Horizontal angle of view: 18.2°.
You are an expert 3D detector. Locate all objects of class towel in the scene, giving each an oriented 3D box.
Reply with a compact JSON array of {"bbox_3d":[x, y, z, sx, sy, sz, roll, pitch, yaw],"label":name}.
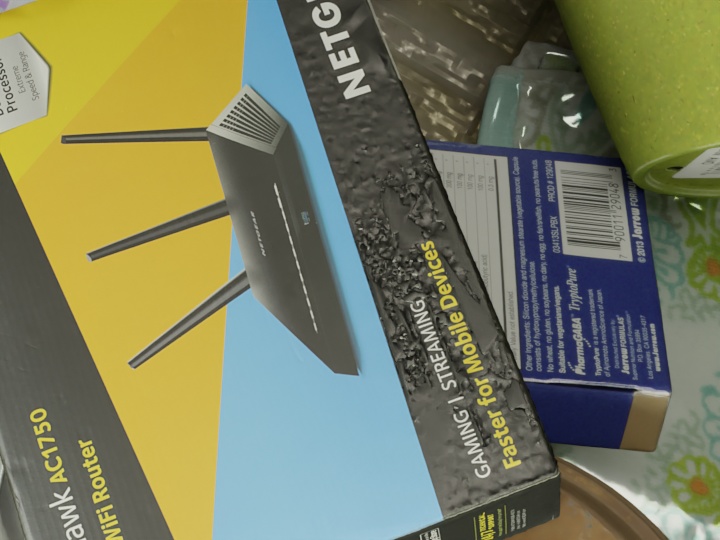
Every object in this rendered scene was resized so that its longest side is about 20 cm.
[{"bbox_3d":[0.113,0.025,0.829,0.170,0.048,0.202,14,71,-2],"label":"towel"}]

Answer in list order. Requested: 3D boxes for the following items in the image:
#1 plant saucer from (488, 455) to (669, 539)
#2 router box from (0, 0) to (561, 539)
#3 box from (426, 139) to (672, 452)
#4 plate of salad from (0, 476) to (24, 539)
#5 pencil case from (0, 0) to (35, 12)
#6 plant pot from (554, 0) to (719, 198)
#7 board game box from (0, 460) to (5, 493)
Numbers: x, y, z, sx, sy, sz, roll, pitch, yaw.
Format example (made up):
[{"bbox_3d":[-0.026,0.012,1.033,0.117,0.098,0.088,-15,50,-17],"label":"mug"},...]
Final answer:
[{"bbox_3d":[0.015,0.138,0.650,0.198,0.030,0.202,-2,67,5],"label":"plant saucer"},{"bbox_3d":[-0.043,0.004,0.670,0.148,0.051,0.201,-20,67,-4],"label":"router box"},{"bbox_3d":[0.000,0.000,0.756,0.198,0.033,0.122,7,41,-5],"label":"box"},{"bbox_3d":[-0.054,0.068,0.777,0.198,0.048,0.202,-9,55,13],"label":"plate of salad"},{"bbox_3d":[-0.124,-0.091,0.815,0.090,0.083,0.202,27,68,-23],"label":"pencil case"},{"bbox_3d":[0.131,-0.133,0.779,0.185,0.187,0.202,-1,80,-8],"label":"plant pot"},{"bbox_3d":[-0.202,0.016,0.727,0.198,0.026,0.202,10,79,5],"label":"board game box"}]
